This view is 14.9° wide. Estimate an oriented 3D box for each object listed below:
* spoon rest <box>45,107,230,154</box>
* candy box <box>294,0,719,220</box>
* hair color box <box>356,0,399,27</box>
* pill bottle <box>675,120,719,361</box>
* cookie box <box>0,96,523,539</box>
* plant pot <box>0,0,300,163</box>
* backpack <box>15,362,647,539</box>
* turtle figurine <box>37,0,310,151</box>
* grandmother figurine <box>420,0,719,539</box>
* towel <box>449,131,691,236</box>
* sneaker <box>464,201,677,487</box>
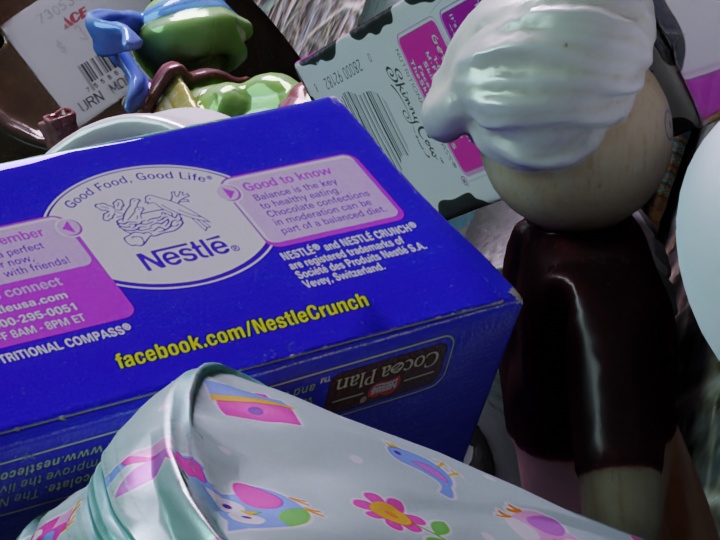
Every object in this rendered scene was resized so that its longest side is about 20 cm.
[{"bbox_3d":[-0.016,0.029,0.787,0.061,0.200,0.099,-46,-17,31],"label":"spoon rest"},{"bbox_3d":[0.081,-0.073,0.694,0.136,0.061,0.200,-28,2,-20],"label":"candy box"},{"bbox_3d":[0.069,-0.136,0.975,0.200,0.065,0.109,-43,26,61],"label":"hair color box"},{"bbox_3d":[0.138,-0.037,0.470,0.200,0.112,0.112,-43,27,56],"label":"pill bottle"},{"bbox_3d":[-0.077,0.074,0.577,0.075,0.171,0.200,50,138,33],"label":"cookie box"},{"bbox_3d":[-0.095,-0.053,1.057,0.200,0.187,0.187,88,-159,-72],"label":"plant pot"},{"bbox_3d":[0.020,0.106,0.487,0.127,0.200,0.167,-64,14,6],"label":"backpack"},{"bbox_3d":[0.000,0.000,0.905,0.144,0.200,0.194,-20,67,33],"label":"turtle figurine"},{"bbox_3d":[0.052,0.031,0.595,0.121,0.060,0.200,-133,32,-66],"label":"grandmother figurine"},{"bbox_3d":[0.052,-0.007,0.914,0.200,0.022,0.147,-28,41,67],"label":"towel"},{"bbox_3d":[0.023,0.023,0.742,0.075,0.115,0.200,-47,28,32],"label":"sneaker"}]
